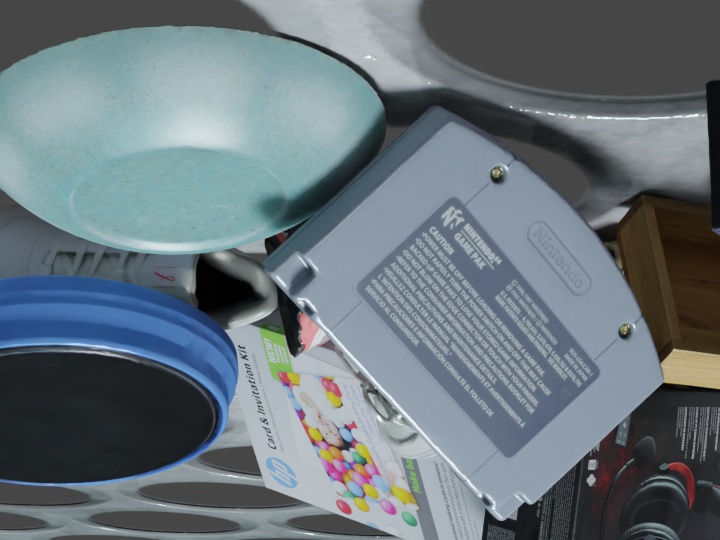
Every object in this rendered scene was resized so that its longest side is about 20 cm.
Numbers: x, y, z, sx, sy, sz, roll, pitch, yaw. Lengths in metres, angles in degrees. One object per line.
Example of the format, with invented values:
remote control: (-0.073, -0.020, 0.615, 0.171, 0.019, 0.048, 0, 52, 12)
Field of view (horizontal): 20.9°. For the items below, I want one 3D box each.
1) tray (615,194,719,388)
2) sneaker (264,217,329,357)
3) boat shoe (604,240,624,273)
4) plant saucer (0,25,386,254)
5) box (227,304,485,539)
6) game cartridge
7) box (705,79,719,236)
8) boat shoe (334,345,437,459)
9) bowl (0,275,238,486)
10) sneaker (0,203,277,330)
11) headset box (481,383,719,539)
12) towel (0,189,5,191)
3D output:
tray: (0.242, 0.022, 1.071, 0.200, 0.099, 0.037, 9, 143, -21)
sneaker: (0.000, 0.000, 1.094, 0.087, 0.074, 0.200, -11, 173, -12)
boat shoe: (0.093, 0.024, 1.178, 0.200, 0.073, 0.063, -12, 145, 40)
plant saucer: (-0.086, -0.048, 0.921, 0.200, 0.039, 0.201, -4, 156, -2)
box: (0.007, 0.098, 1.236, 0.200, 0.041, 0.156, 17, 136, 36)
game cartridge: (0.060, 0.019, 0.963, 0.200, 0.133, 0.042, 49, 174, -29)
box: (0.266, -0.035, 0.917, 0.141, 0.079, 0.200, -10, 161, 31)
boat shoe: (0.030, 0.053, 1.058, 0.086, 0.075, 0.202, -25, 160, -31)
bowl: (-0.169, 0.068, 1.090, 0.200, 0.039, 0.201, -2, 150, -1)
sneaker: (-0.134, 0.000, 1.085, 0.200, 0.078, 0.099, 1, 178, -32)
headset box: (0.170, 0.138, 1.179, 0.200, 0.149, 0.075, 5, -176, -42)
towel: (-0.160, -0.058, 0.995, 0.200, 0.024, 0.147, 11, 163, -30)
